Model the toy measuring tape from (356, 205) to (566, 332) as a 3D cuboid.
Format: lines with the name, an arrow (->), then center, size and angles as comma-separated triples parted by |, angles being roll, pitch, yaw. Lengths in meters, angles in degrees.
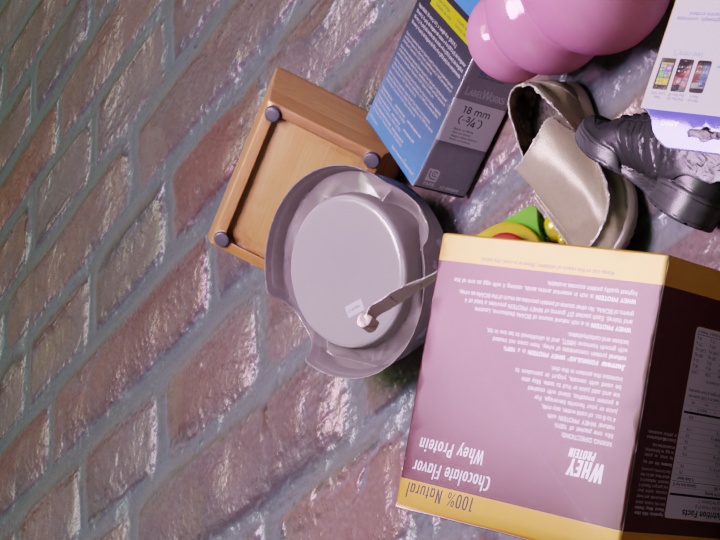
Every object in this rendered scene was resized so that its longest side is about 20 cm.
toy measuring tape -> 0.094, 0.017, 1.337 | 0.199, 0.074, 0.074 | -32, 43, 9

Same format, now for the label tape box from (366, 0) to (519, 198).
label tape box -> 0.088, -0.190, 1.485 | 0.201, 0.063, 0.144 | -65, 30, 24

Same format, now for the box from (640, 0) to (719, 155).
box -> 0.270, -0.170, 1.097 | 0.119, 0.041, 0.201 | 14, 84, 46

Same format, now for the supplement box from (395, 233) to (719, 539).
supplement box -> 0.154, 0.090, 1.126 | 0.197, 0.132, 0.201 | 7, 85, 44

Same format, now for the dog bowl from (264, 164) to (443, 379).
dog bowl -> 0.000, 0.000, 1.513 | 0.199, 0.059, 0.201 | 5, 97, 41

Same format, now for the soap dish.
soap dish -> -0.057, -0.080, 1.617 | 0.201, 0.157, 0.081 | -65, -6, 22

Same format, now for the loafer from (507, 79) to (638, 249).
loafer -> 0.164, -0.081, 1.295 | 0.076, 0.068, 0.201 | -60, 31, 35

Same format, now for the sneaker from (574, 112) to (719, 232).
sneaker -> 0.239, -0.100, 1.179 | 0.200, 0.060, 0.105 | 49, 122, 52

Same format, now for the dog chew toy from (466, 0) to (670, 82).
dog chew toy -> 0.158, -0.216, 1.293 | 0.200, 0.124, 0.125 | -29, 55, 52
